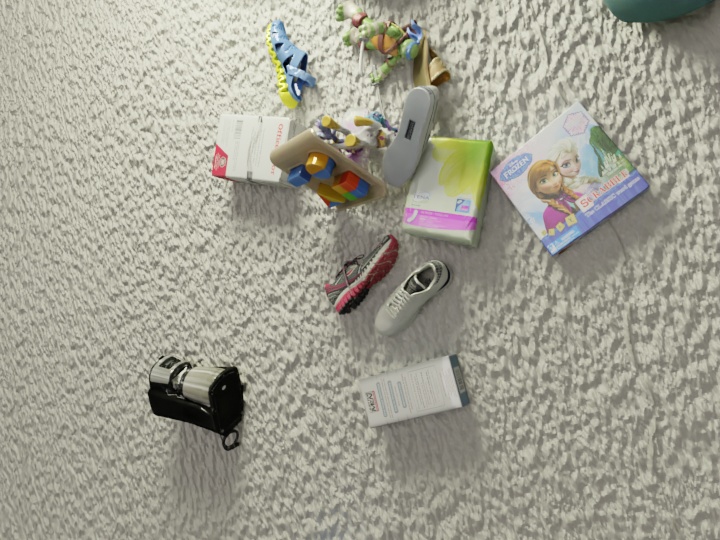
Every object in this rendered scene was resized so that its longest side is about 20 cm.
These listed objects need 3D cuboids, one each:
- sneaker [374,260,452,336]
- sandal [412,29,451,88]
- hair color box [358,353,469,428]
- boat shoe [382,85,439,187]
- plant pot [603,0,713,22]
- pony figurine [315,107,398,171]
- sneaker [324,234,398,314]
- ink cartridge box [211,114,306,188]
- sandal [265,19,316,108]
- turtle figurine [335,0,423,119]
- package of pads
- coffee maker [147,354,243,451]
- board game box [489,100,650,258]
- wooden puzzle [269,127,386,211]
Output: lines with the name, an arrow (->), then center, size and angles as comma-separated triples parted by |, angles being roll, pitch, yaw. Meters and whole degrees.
sneaker -> 0.092, 0.053, 1.121 | 0.077, 0.080, 0.200 | 47, 108, 19
sandal -> 0.148, -0.383, 1.137 | 0.069, 0.078, 0.215 | 7, 68, -11
hair color box -> 0.104, 0.239, 1.112 | 0.198, 0.060, 0.100 | -19, 78, 23
boat shoe -> 0.103, -0.252, 1.071 | 0.073, 0.065, 0.201 | 38, 129, 17
plant pot -> 0.476, -0.494, 0.929 | 0.134, 0.198, 0.203 | -29, 73, 50
pony figurine -> -0.008, -0.263, 1.149 | 0.191, 0.198, 0.169 | 3, 95, 41
sneaker -> 0.000, 0.000, 1.168 | 0.200, 0.080, 0.075 | -47, 67, 16
ink cartridge box -> -0.233, -0.274, 1.297 | 0.197, 0.083, 0.148 | 10, 91, 25
sandal -> -0.155, -0.476, 1.284 | 0.086, 0.079, 0.203 | -18, 87, 20
turtle figurine -> 0.011, -0.452, 1.156 | 0.194, 0.143, 0.201 | 45, 112, 31
package of pads -> 0.169, -0.157, 1.103 | 0.153, 0.068, 0.203 | 12, 89, 26
coffee maker -> -0.383, 0.304, 1.303 | 0.197, 0.134, 0.195 | 6, 89, 26
board game box -> 0.372, -0.163, 1.020 | 0.199, 0.041, 0.201 | -39, 71, 18
wooden puzzle -> -0.071, -0.184, 1.124 | 0.184, 0.199, 0.047 | -7, 54, 55
